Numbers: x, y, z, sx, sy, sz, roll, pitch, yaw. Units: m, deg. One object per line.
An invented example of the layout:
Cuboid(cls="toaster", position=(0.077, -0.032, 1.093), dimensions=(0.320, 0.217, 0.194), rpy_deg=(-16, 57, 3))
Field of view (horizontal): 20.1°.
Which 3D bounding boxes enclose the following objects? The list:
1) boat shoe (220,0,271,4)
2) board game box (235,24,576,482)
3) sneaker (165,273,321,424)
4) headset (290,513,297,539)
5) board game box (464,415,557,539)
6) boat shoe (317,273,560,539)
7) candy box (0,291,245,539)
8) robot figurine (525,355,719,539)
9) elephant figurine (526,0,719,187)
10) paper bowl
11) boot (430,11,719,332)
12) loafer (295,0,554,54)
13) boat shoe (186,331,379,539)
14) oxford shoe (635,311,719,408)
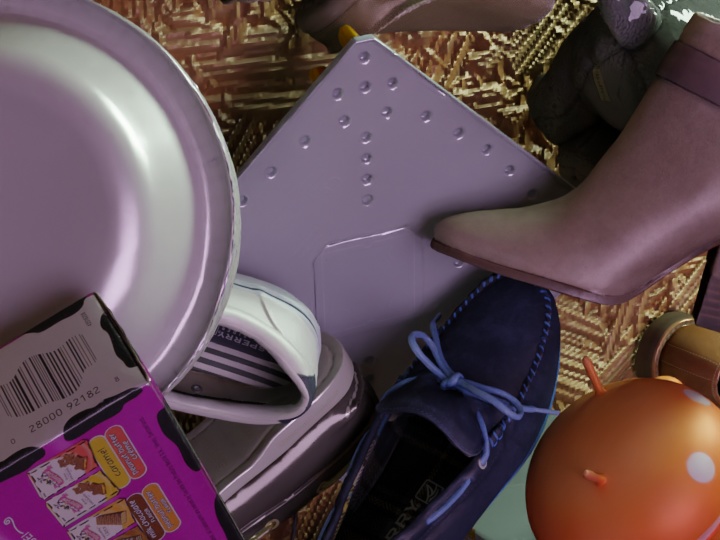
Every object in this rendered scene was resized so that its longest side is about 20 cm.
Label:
Cuboid(cls="boat shoe", position=(-0.054, -0.157, 0.939), dimensions=(0.200, 0.076, 0.072), rpy_deg=(-24, 120, -24))
Cuboid(cls="board game box", position=(0.000, 0.000, 1.020), dimensions=(0.200, 0.026, 0.200), rpy_deg=(33, 105, -37))
Cuboid(cls="sneaker", position=(-0.109, 0.020, 0.927), dimensions=(0.200, 0.071, 0.073), rpy_deg=(13, 111, -14))
Cuboid(cls="headset", position=(-0.004, 0.196, 1.064), dimensions=(0.200, 0.123, 0.094), rpy_deg=(46, 48, -7))
Cuboid(cls="board game box", position=(0.120, 0.200, 1.156), dimensions=(0.105, 0.103, 0.200), rpy_deg=(-29, 119, -25))
Cuboid(cls="boat shoe", position=(0.043, 0.083, 0.980), dimensions=(0.200, 0.084, 0.069), rpy_deg=(-65, 157, -21))
Cuboid(cls="candy box", position=(-0.155, 0.115, 0.792), dimensions=(0.200, 0.061, 0.137), rpy_deg=(-31, 137, -8))
Cuboid(cls="robot figurine", position=(0.157, 0.136, 1.023), dimensions=(0.144, 0.117, 0.200), rpy_deg=(-47, 124, -15))
Cuboid(cls="elephant figurine", position=(0.195, -0.119, 1.099), dimensions=(0.200, 0.155, 0.142), rpy_deg=(-36, 95, -28))
Cuboid(cls="paper bowl", position=(-0.150, -0.020, 0.842), dimensions=(0.200, 0.104, 0.201), rpy_deg=(0, 90, -1))
Cuboid(cls="boot", position=(0.148, -0.053, 0.988), dimensions=(0.199, 0.070, 0.147), rpy_deg=(13, 104, -9))
Cuboid(cls="loafer", position=(0.060, -0.147, 1.011), dimensions=(0.200, 0.076, 0.068), rpy_deg=(-28, 99, -24))
Cuboid(cls="boat shoe", position=(-0.075, 0.115, 1.001), dimensions=(0.202, 0.072, 0.060), rpy_deg=(-39, 128, -2))
Cuboid(cls="oxford shoe", position=(0.258, 0.075, 1.232), dimensions=(0.200, 0.071, 0.072), rpy_deg=(10, 98, -38))
